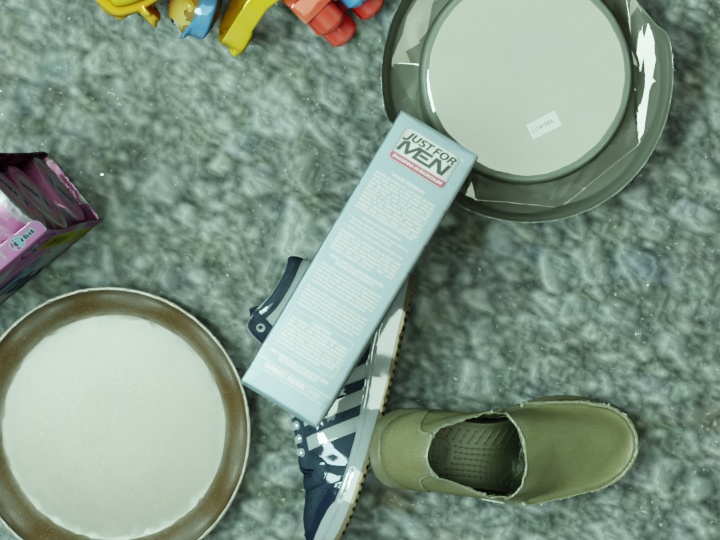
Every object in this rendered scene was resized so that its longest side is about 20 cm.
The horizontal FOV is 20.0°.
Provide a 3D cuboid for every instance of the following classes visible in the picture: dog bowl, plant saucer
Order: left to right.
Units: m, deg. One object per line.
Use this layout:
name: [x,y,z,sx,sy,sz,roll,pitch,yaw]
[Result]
plant saucer: [-0.176,0.111,1.433,0.199,0.032,0.201,0,92,1]
dog bowl: [0.113,-0.133,1.400,0.199,0.059,0.201,0,93,3]

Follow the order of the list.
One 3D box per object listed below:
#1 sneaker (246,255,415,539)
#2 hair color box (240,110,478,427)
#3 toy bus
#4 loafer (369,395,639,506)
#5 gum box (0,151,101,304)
sneaker: [-0.037,0.088,1.408,0.108,0.070,0.201,15,87,-2]
hair color box: [0.000,0.000,1.325,0.060,0.099,0.200,31,89,1]
toy bus: [-0.083,-0.215,1.379,0.200,0.136,0.192,-40,107,5]
loafer: [0.107,0.126,1.382,0.199,0.067,0.076,-3,96,-21]
gum box: [-0.250,-0.019,1.345,0.113,0.200,0.066,-39,91,4]
